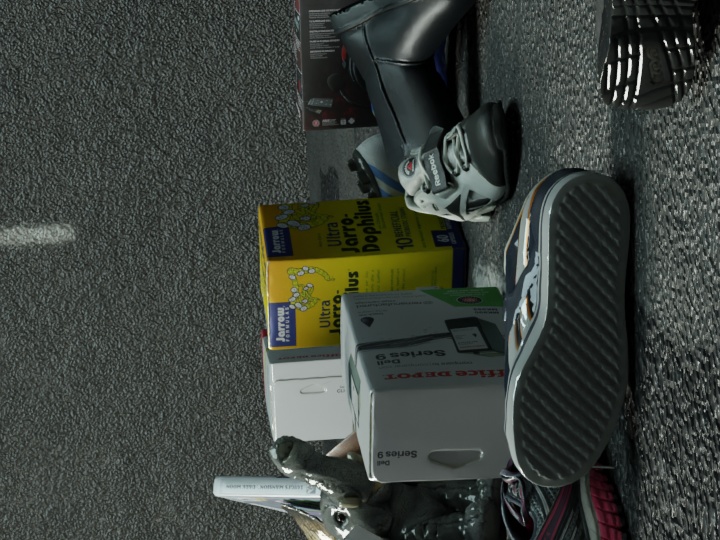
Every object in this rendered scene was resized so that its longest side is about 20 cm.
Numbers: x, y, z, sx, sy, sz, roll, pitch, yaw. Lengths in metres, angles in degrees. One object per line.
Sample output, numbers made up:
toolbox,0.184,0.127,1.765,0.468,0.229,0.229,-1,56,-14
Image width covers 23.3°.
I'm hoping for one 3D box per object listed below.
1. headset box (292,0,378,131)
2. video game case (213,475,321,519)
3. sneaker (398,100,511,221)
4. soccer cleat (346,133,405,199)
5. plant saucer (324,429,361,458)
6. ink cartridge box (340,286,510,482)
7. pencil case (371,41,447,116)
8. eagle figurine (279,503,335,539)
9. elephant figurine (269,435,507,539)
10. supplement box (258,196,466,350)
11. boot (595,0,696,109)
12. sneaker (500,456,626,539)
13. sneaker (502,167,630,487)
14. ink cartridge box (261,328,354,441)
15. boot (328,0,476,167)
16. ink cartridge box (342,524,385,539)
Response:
headset box,0.004,-0.255,1.814,0.075,0.147,0.202,-109,17,-65
video game case,-0.015,0.230,1.725,0.199,0.181,0.024,23,-112,-49
sneaker,0.079,-0.085,1.494,0.200,0.088,0.075,108,159,-70
soccer cleat,0.060,-0.063,1.832,0.201,0.086,0.070,63,176,-36
plant saucer,0.037,0.151,1.695,0.037,0.200,0.201,52,167,8
ink cartridge box,0.065,0.090,1.446,0.200,0.144,0.085,-110,18,-67
pencil case,0.053,-0.223,1.693,0.087,0.077,0.201,-113,19,-45
eagle figurine,0.016,0.296,1.682,0.152,0.198,0.153,-160,70,-69
elephant figurine,0.028,0.216,1.531,0.141,0.198,0.157,-35,-51,-75
supplement box,0.000,0.000,1.752,0.109,0.198,0.110,-103,11,-56
boot,0.147,-0.190,0.893,0.201,0.069,0.133,103,168,-56
sneaker,0.128,0.136,1.200,0.201,0.074,0.081,-99,9,-50
sneaker,0.130,0.034,1.120,0.079,0.078,0.202,-140,57,-75
ink cartridge box,-0.090,0.190,2.974,0.200,0.144,0.146,-113,21,-74
boot,0.069,-0.183,1.582,0.199,0.076,0.169,-13,106,51
ink cartridge box,0.053,0.323,1.442,0.086,0.199,0.149,-40,-35,-39
